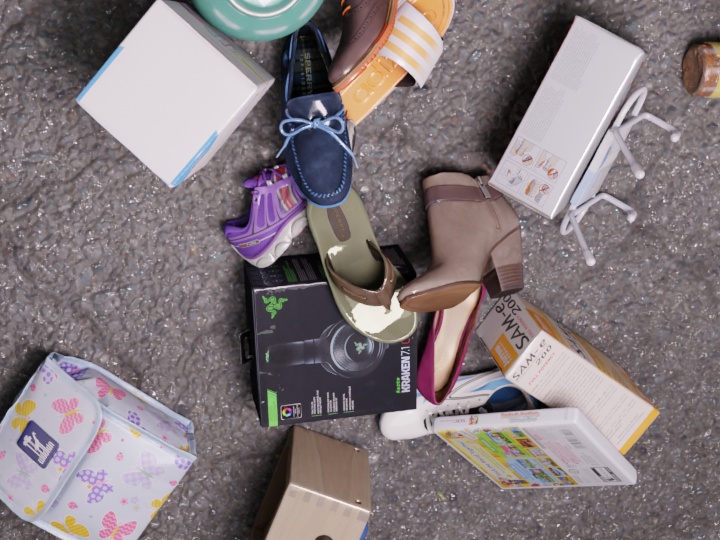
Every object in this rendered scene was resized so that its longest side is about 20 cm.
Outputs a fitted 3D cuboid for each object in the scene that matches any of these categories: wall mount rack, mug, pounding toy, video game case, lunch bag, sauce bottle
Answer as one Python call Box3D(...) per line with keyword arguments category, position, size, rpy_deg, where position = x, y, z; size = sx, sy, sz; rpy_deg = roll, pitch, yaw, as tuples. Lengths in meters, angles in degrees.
Box3D(category="wall mount rack", position=(0.284, -0.098, 1.405), size=(0.074, 0.174, 0.201), rpy_deg=(33, 123, 17))
Box3D(category="mug", position=(-0.102, -0.323, 1.261), size=(0.151, 0.114, 0.186), rpy_deg=(2, 111, -14))
Box3D(category="pounding toy", position=(-0.052, 0.318, 1.510), size=(0.141, 0.184, 0.201), rpy_deg=(20, 106, -7))
Box3D(category="video game case", position=(0.210, 0.215, 1.508), size=(0.181, 0.023, 0.200), rpy_deg=(-8, 148, 30))
Box3D(category="lunch bag", position=(-0.312, 0.209, 1.425), size=(0.200, 0.127, 0.170), rpy_deg=(35, 99, -16))
Box3D(category="sauce bottle", position=(0.473, -0.231, 1.458), size=(0.199, 0.066, 0.066), rpy_deg=(0, 112, -12))

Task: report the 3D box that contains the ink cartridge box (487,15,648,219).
Box3D(category="ink cartridge box", position=(0.234, -0.170, 1.401), size=(0.084, 0.176, 0.201), rpy_deg=(30, 104, 10))

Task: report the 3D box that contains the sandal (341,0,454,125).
Box3D(category="sandal", position=(0.038, -0.214, 1.358), size=(0.079, 0.059, 0.207), rpy_deg=(27, 109, -45))

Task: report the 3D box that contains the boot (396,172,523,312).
Box3D(category="boot", position=(0.100, -0.037, 1.400), size=(0.199, 0.147, 0.070), rpy_deg=(-5, 160, -41))

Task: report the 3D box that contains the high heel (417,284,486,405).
Box3D(category="high heel", position=(0.117, 0.058, 1.476), size=(0.067, 0.096, 0.201), rpy_deg=(12, 108, -17))

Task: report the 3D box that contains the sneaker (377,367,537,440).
Box3D(category="sneaker", position=(0.119, 0.167, 1.535), size=(0.199, 0.073, 0.072), rpy_deg=(-14, 116, -6))

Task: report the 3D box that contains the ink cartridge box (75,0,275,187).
Box3D(category="ink cartridge box", position=(-0.178, -0.181, 1.267), size=(0.125, 0.200, 0.129), rpy_deg=(41, 99, -6))

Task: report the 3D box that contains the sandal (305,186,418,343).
Box3D(category="sandal", position=(-0.001, 0.000, 1.347), size=(0.079, 0.057, 0.202), rpy_deg=(-30, 116, -2))

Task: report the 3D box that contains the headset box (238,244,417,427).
Box3D(category="headset box", position=(-0.041, 0.074, 1.448), size=(0.199, 0.093, 0.175), rpy_deg=(-5, 112, -11))

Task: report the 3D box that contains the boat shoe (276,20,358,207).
Box3D(category="boat shoe", position=(-0.055, -0.164, 1.304), size=(0.084, 0.069, 0.201), rpy_deg=(-14, 71, -6))

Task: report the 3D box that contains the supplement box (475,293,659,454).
Box3D(category="supplement box", position=(0.247, 0.120, 1.515), size=(0.199, 0.126, 0.074), rpy_deg=(33, 102, -23))

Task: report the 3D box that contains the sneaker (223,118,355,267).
Box3D(category="sneaker", position=(-0.078, -0.091, 1.376), size=(0.083, 0.081, 0.200), rpy_deg=(37, 108, -13))

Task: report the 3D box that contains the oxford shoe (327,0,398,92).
Box3D(category="oxford shoe", position=(-0.001, -0.272, 1.296), size=(0.072, 0.071, 0.201), rpy_deg=(31, 63, -19))
